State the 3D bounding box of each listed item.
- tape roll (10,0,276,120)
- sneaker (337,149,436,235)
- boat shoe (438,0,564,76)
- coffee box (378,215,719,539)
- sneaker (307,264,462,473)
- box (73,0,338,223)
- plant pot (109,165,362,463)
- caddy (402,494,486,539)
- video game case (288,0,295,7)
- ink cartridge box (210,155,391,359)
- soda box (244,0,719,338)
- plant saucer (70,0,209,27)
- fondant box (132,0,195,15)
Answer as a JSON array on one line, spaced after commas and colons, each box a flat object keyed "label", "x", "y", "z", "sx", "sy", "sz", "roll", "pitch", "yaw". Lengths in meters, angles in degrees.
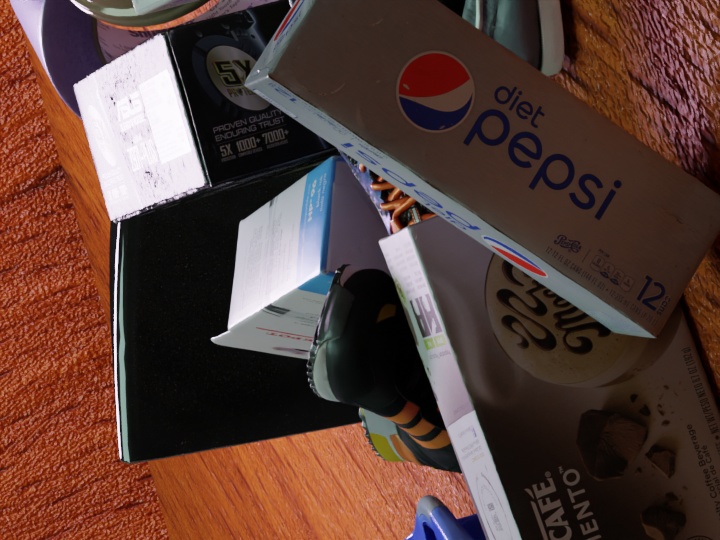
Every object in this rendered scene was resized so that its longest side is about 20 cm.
[{"label": "tape roll", "x": -0.107, "y": -0.178, "z": 1.642, "sx": 0.085, "sy": 0.199, "sz": 0.201, "roll": -123, "pitch": 17, "yaw": -46}, {"label": "sneaker", "x": 0.044, "y": -0.027, "z": 1.351, "sx": 0.200, "sy": 0.075, "sz": 0.079, "roll": 49, "pitch": -146, "yaw": -22}, {"label": "boat shoe", "x": 0.047, "y": -0.174, "z": 1.262, "sx": 0.073, "sy": 0.061, "sz": 0.201, "roll": -123, "pitch": 19, "yaw": -61}, {"label": "coffee box", "x": 0.098, "y": 0.059, "z": 1.284, "sx": 0.080, "sy": 0.112, "sz": 0.201, "roll": 153, "pitch": 98, "yaw": -79}, {"label": "sneaker", "x": 0.039, "y": 0.054, "z": 1.398, "sx": 0.200, "sy": 0.089, "sz": 0.070, "roll": 55, "pitch": -130, "yaw": -64}, {"label": "box", "x": -0.051, "y": -0.097, "z": 1.523, "sx": 0.200, "sy": 0.163, "sz": 0.087, "roll": 167, "pitch": 87, "yaw": -70}, {"label": "plant pot", "x": -0.073, "y": -0.007, "z": 1.749, "sx": 0.200, "sy": 0.198, "sz": 0.179, "roll": -112, "pitch": 11, "yaw": -74}, {"label": "caddy", "x": 0.054, "y": 0.164, "z": 1.410, "sx": 0.200, "sy": 0.141, "sz": 0.106, "roll": 164, "pitch": 84, "yaw": -83}, {"label": "video game case", "x": -0.032, "y": -0.201, "z": 1.350, "sx": 0.181, "sy": 0.036, "sz": 0.201, "roll": 6, "pitch": -117, "yaw": -80}, {"label": "ink cartridge box", "x": 0.000, "y": 0.000, "z": 1.514, "sx": 0.200, "sy": 0.115, "sz": 0.068, "roll": 150, "pitch": 128, "yaw": -66}, {"label": "soda box", "x": 0.054, "y": -0.053, "z": 1.157, "sx": 0.199, "sy": 0.069, "sz": 0.063, "roll": 33, "pitch": 174, "yaw": -10}, {"label": "plant saucer", "x": -0.116, "y": -0.234, "z": 1.504, "sx": 0.029, "sy": 0.200, "sz": 0.201, "roll": 13, "pitch": -136, "yaw": -51}, {"label": "fondant box", "x": 0.001, "y": -0.167, "z": 1.147, "sx": 0.200, "sy": 0.144, "sz": 0.059, "roll": -11, "pitch": 97, "yaw": 59}]
